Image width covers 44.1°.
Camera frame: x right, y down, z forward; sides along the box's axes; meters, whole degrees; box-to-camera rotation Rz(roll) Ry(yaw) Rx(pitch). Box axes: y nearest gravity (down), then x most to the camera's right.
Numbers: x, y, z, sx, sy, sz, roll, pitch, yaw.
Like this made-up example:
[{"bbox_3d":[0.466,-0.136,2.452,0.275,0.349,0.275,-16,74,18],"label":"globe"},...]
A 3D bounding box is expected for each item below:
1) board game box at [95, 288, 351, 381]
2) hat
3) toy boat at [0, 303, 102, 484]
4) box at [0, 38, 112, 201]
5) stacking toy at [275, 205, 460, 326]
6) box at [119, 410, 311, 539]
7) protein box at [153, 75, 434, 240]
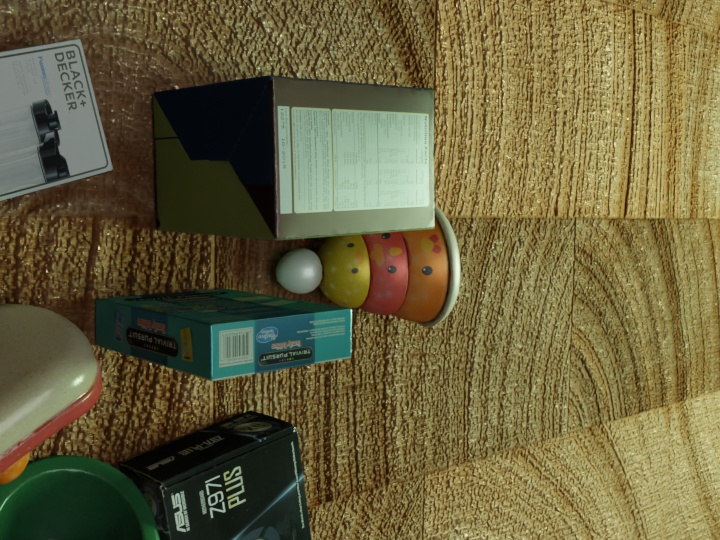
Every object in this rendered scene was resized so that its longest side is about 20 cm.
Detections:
[{"bbox_3d":[-0.128,0.053,0.812,0.150,0.199,0.048,-4,97,-42],"label":"board game box"},{"bbox_3d":[-0.290,0.296,0.804,0.164,0.176,0.201,28,41,-11],"label":"hat"},{"bbox_3d":[-0.304,0.125,0.727,0.199,0.130,0.132,-38,147,-34],"label":"toy boat"},{"bbox_3d":[-0.312,-0.113,0.718,0.199,0.060,0.118,-22,109,-40],"label":"box"},{"bbox_3d":[0.000,0.000,0.998,0.198,0.146,0.148,-7,99,-26],"label":"stacking toy"},{"bbox_3d":[-0.138,0.268,0.901,0.163,0.086,0.203,-15,105,-41],"label":"box"},{"bbox_3d":[-0.063,-0.106,0.858,0.198,0.197,0.137,-6,98,-42],"label":"protein box"}]
